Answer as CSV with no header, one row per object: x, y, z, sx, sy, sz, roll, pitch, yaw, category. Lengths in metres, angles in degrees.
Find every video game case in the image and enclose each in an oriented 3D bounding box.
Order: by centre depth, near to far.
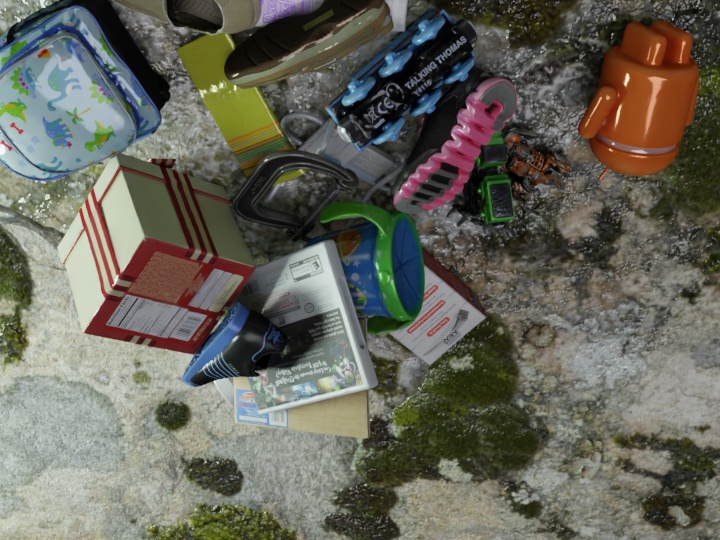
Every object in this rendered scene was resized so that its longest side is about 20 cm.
-0.081,0.074,1.264,0.200,0.023,0.182,-19,87,40,video game case

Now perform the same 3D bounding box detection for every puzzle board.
-0.078,0.131,1.312,0.200,0.017,0.151,1,98,28,puzzle board

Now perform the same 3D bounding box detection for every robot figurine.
0.345,-0.203,1.263,0.116,0.144,0.200,18,124,21,robot figurine

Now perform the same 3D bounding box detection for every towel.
-0.141,-0.192,1.233,0.086,0.018,0.200,-14,114,37,towel

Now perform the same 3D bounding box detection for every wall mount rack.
-0.032,-0.112,1.309,0.200,0.075,0.174,27,148,-19,wall mount rack

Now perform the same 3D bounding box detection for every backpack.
-0.348,-0.199,1.175,0.200,0.147,0.183,-26,118,14,backpack

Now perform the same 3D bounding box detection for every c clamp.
-0.067,-0.088,1.268,0.170,0.027,0.200,12,151,-17,c clamp

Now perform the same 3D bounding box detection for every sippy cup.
0.000,0.000,1.281,0.130,0.140,0.178,-7,94,21,sippy cup

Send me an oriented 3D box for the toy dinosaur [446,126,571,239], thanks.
0.169,-0.123,1.325,0.200,0.102,0.136,13,105,7,toy dinosaur

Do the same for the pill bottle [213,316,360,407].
-0.101,0.105,1.404,0.200,0.116,0.116,-30,120,13,pill bottle

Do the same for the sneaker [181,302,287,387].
-0.160,0.110,1.278,0.078,0.070,0.200,33,145,-11,sneaker

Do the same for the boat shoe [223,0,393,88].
-0.055,-0.248,1.162,0.200,0.072,0.076,-21,142,13,boat shoe

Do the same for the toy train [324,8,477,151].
0.048,-0.223,1.198,0.200,0.114,0.087,-41,109,-1,toy train

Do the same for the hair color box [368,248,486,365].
0.063,0.028,1.405,0.200,0.064,0.111,40,109,-23,hair color box

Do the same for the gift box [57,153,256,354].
-0.250,-0.017,1.278,0.200,0.187,0.185,21,119,-42,gift box

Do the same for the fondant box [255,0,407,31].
-0.043,-0.352,1.164,0.199,0.058,0.145,1,122,-5,fondant box

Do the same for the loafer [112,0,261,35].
-0.210,-0.312,1.135,0.200,0.068,0.076,17,121,12,loafer

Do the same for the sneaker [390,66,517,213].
0.099,-0.159,1.226,0.079,0.095,0.200,25,109,-45,sneaker

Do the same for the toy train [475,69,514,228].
0.159,-0.152,1.255,0.042,0.056,0.201,-7,87,-3,toy train
